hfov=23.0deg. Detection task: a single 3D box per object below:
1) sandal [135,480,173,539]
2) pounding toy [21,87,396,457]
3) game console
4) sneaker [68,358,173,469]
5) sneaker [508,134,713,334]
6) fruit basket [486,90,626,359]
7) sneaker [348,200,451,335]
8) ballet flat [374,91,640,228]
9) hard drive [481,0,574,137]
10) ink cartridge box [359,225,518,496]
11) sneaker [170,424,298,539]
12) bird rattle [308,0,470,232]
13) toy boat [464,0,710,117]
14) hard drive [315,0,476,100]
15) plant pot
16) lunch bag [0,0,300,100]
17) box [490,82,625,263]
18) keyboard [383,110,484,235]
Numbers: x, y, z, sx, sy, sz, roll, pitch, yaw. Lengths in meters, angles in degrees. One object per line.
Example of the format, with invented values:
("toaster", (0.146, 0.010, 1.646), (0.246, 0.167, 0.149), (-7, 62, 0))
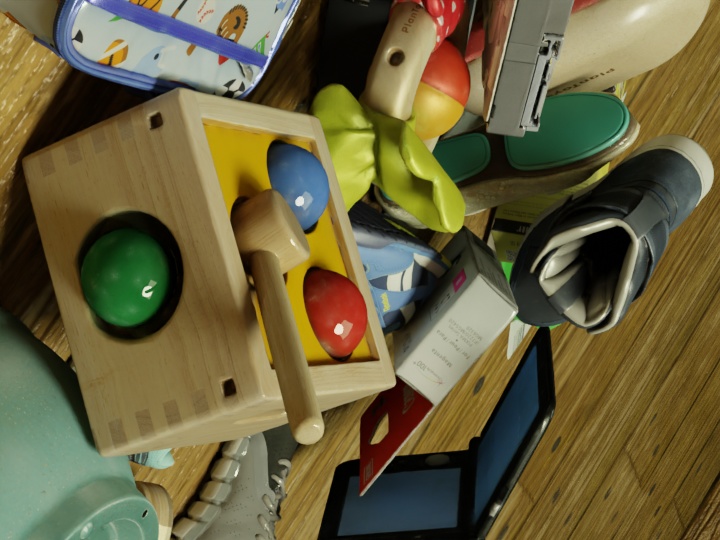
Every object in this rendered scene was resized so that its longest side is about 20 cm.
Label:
("sandal", (-0.187, 0.231, 1.131), (0.069, 0.077, 0.214), (14, 98, -35))
("pounding toy", (-0.063, 0.009, 0.895), (0.141, 0.186, 0.200), (-20, 171, 23))
("game console", (0.054, 0.124, 1.256), (0.200, 0.174, 0.118), (-70, 155, -75))
("sneaker", (-0.089, 0.054, 1.076), (0.200, 0.086, 0.078), (-42, 152, -38))
("sneaker", (0.142, 0.003, 1.206), (0.202, 0.077, 0.146), (-48, 180, 45))
("fruit basket", (0.175, -0.045, 1.558), (0.200, 0.093, 0.187), (-57, 164, -54))
("sneaker", (0.000, 0.000, 1.223), (0.083, 0.074, 0.200), (-54, 154, 4))
("ballet flat", (0.106, -0.075, 1.241), (0.062, 0.198, 0.068), (45, 39, -52))
("hard drive", (0.101, -0.199, 1.071), (0.140, 0.037, 0.201), (100, -5, -51))
("ink cartridge box", (0.040, 0.060, 1.313), (0.174, 0.043, 0.200), (-49, -173, 9))
("sneaker", (-0.062, 0.186, 1.249), (0.201, 0.115, 0.075), (-56, 157, -12))
("bird rattle", (0.025, -0.121, 1.042), (0.163, 0.111, 0.202), (33, 68, -79))
("toy boat", (0.142, -0.195, 1.245), (0.199, 0.132, 0.130), (-22, 168, 21))
("hard drive", (0.025, -0.152, 1.137), (0.135, 0.042, 0.201), (-39, 149, -43))
("plant pot", (-0.188, 0.134, 0.897), (0.200, 0.133, 0.201), (-46, 153, -32))
("lunch bag", (-0.086, -0.157, 0.856), (0.161, 0.075, 0.200), (-62, 157, 7))
("box", (0.155, -0.101, 1.354), (0.050, 0.074, 0.202), (72, 29, -62))
("keyboard", (0.067, -0.087, 1.350), (0.201, 0.011, 0.056), (-53, 151, -19))
